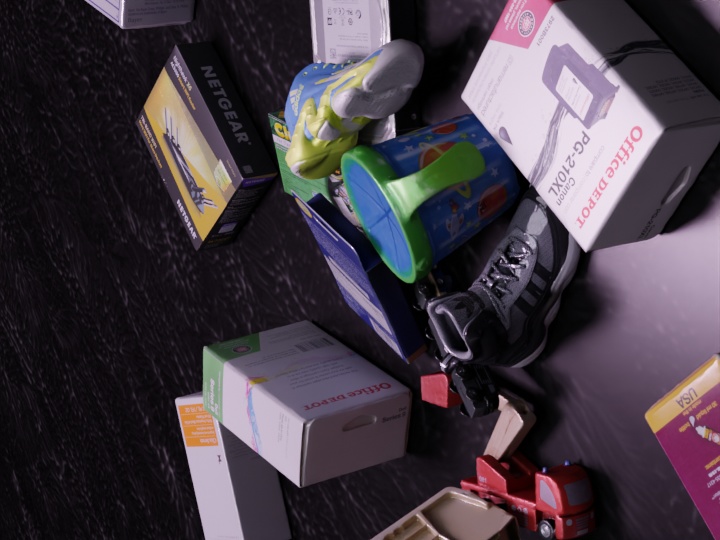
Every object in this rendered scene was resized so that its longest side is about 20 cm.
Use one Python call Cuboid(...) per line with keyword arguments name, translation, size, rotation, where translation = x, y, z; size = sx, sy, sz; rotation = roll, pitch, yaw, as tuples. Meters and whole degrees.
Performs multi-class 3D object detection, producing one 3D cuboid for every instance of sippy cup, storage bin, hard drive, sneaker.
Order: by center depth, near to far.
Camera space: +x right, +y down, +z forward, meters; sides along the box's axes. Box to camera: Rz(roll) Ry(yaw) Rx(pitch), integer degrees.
Cuboid(name="sneaker", translation=(0.128, 0.012, 1.363), size=(0.075, 0.114, 0.200), rotation=(41, 131, 40))
Cuboid(name="sippy cup", translation=(0.070, -0.077, 1.384), size=(0.178, 0.130, 0.140), rotation=(41, 156, 56))
Cuboid(name="storage bin", translation=(0.071, 0.342, 1.428), size=(0.094, 0.198, 0.200), rotation=(24, 139, 51))
Cuboid(name="sneaker", translation=(-0.020, -0.183, 1.478), size=(0.200, 0.076, 0.105), rotation=(-43, 54, 36))
Cuboid(name="hard drive", translation=(0.002, -0.221, 1.534), size=(0.140, 0.038, 0.200), rotation=(15, 113, 52))

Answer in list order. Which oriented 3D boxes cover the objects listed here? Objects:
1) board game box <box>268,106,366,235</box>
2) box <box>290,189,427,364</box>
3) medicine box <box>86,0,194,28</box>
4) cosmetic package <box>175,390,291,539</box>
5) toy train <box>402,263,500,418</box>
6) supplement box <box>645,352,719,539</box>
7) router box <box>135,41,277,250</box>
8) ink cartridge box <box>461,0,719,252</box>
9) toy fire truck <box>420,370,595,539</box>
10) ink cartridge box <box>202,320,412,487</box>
Cuboid(name="board game box", translation=(-0.019, -0.095, 1.573), size=(0.200, 0.023, 0.105), rotation=(30, 144, 39))
Cuboid(name="box", translation=(0.000, 0.000, 1.521), size=(0.121, 0.032, 0.200), rotation=(44, 168, 38))
Cuboid(name="medicine box", translation=(-0.280, -0.418, 1.807), size=(0.182, 0.103, 0.200), rotation=(39, 129, 41))
Cuboid(name="cosmetic package", translation=(-0.160, 0.247, 1.870), size=(0.101, 0.071, 0.200), rotation=(-13, 90, 55))
Cuboid(name="toy train", translation=(0.090, 0.060, 1.464), size=(0.034, 0.046, 0.200), rotation=(107, 149, -46))
Cuboid(name="supplement box", translation=(0.328, 0.155, 1.115), size=(0.200, 0.131, 0.103), rotation=(62, 142, 20))
Cuboid(name="router box", translation=(-0.189, -0.149, 1.806), size=(0.200, 0.052, 0.157), rotation=(62, 142, 21))
Cuboid(name="ink cartridge box", translation=(0.192, -0.137, 1.254), size=(0.200, 0.084, 0.145), rotation=(55, 140, 29))
Cuboid(name="toy fire truck", translation=(0.142, 0.172, 1.448), size=(0.200, 0.049, 0.141), rotation=(9, 106, 52))
Cuboid(name="ink cartridge box", translation=(-0.061, 0.142, 1.636), size=(0.200, 0.145, 0.088), rotation=(29, 123, 47))
